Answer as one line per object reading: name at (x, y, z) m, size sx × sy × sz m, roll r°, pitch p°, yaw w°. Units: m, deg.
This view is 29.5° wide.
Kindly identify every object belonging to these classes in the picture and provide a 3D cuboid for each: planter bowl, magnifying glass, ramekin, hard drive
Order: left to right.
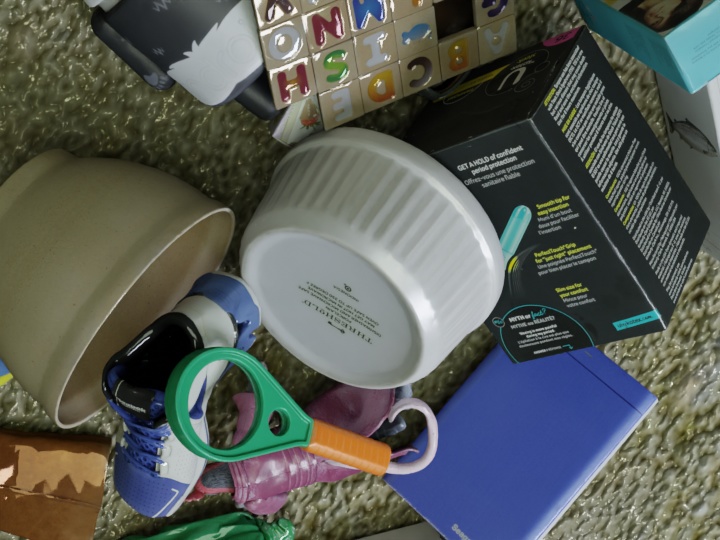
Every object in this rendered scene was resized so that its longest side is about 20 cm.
planter bowl at (-0.205, -0.005, 1.010) m, size 0.135 × 0.200 × 0.201 m, roll 38°, pitch 100°, yaw 8°
magnifying glass at (-0.056, 0.113, 0.997) m, size 0.199 × 0.022 × 0.080 m, roll 24°, pitch 70°, yaw -34°
ramekin at (0.000, 0.000, 1.025) m, size 0.203 × 0.202 × 0.094 m, roll 54°, pitch 49°, yaw -21°
hard drive at (0.131, 0.141, 1.137) m, size 0.132 × 0.025 × 0.200 m, roll 40°, pitch 88°, yaw 22°

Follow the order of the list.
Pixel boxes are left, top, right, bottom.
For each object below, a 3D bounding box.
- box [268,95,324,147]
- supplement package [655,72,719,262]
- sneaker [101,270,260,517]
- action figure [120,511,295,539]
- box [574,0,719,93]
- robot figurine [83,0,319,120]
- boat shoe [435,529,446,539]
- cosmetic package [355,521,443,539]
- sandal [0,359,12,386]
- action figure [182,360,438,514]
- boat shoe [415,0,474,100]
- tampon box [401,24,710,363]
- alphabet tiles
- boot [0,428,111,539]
box at (-0.007, -0.183, 1.051) m, size 0.039 × 0.041 × 0.201 m, roll 27°, pitch 103°, yaw -18°
supplement package at (0.319, -0.111, 1.093) m, size 0.117 × 0.117 × 0.201 m, roll -19°, pitch 110°, yaw -3°
sneaker at (-0.154, 0.098, 1.016) m, size 0.080 × 0.115 × 0.200 m, roll 31°, pitch 113°, yaw 15°
action figure at (-0.147, 0.256, 1.153) m, size 0.199 × 0.119 × 0.055 m, roll -22°, pitch 144°, yaw -6°
box at (0.224, -0.196, 1.001) m, size 0.082 × 0.200 × 0.049 m, roll -35°, pitch 115°, yaw 3°
robot figurine at (-0.114, -0.201, 0.983) m, size 0.200 × 0.125 × 0.151 m, roll 39°, pitch 89°, yaw -20°
boat shoe at (0.148, 0.175, 1.174) m, size 0.199 × 0.063 × 0.073 m, roll -25°, pitch 154°, yaw 3°
cosmetic package at (-0.015, 0.286, 1.203) m, size 0.199 × 0.051 × 0.083 m, roll -13°, pitch 113°, yaw -5°
sandal at (-0.356, 0.042, 1.048) m, size 0.199 × 0.080 × 0.088 m, roll 11°, pitch 102°, yaw -15°
action figure at (-0.049, 0.155, 1.109) m, size 0.199 × 0.149 × 0.135 m, roll -19°, pitch 118°, yaw -18°
boat shoe at (0.090, -0.223, 1.041) m, size 0.071 × 0.068 × 0.201 m, roll 24°, pitch 101°, yaw -17°
tampon box at (0.143, -0.054, 1.044) m, size 0.149 × 0.126 × 0.200 m, roll -16°, pitch 120°, yaw 42°
alphabet tiles at (0.020, -0.190, 0.961) m, size 0.199 × 0.008 × 0.168 m, roll -25°, pitch 134°, yaw -15°
boot at (-0.320, 0.205, 1.129) m, size 0.199 × 0.068 × 0.189 m, roll 14°, pitch 98°, yaw -22°
